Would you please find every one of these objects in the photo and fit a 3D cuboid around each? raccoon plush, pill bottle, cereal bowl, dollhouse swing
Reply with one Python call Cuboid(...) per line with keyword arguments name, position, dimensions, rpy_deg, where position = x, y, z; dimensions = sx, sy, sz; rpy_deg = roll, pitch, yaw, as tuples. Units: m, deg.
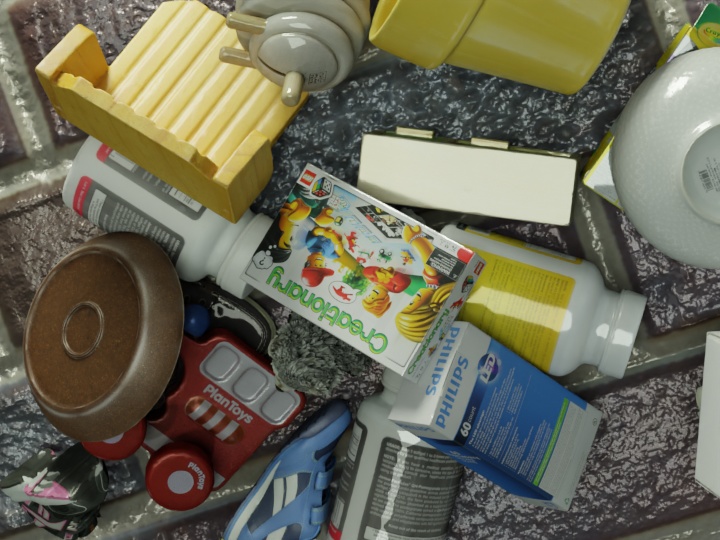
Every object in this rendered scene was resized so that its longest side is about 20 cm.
Cuboid(name="raccoon plush", position=(-0.021, 0.028, 1.589), dimensions=(0.097, 0.134, 0.200), rpy_deg=(24, 101, 7))
Cuboid(name="pill bottle", position=(0.158, 0.033, 1.568), dimensions=(0.200, 0.112, 0.112), rpy_deg=(17, 100, 8))
Cuboid(name="pill bottle", position=(-0.176, -0.059, 1.620), dimensions=(0.200, 0.111, 0.111), rpy_deg=(32, 102, 5))
Cuboid(name="cereal bowl", position=(0.323, -0.093, 1.487), dimensions=(0.200, 0.083, 0.200), rpy_deg=(0, 104, 1))
Cuboid(name="pill bottle", position=(0.042, 0.182, 1.603), dimensions=(0.111, 0.111, 0.200), rpy_deg=(15, 100, 8))
Cuboid(name="dollhouse swing", position=(-0.153, -0.174, 1.537), dimensions=(0.200, 0.182, 0.176), rpy_deg=(32, 79, 6))

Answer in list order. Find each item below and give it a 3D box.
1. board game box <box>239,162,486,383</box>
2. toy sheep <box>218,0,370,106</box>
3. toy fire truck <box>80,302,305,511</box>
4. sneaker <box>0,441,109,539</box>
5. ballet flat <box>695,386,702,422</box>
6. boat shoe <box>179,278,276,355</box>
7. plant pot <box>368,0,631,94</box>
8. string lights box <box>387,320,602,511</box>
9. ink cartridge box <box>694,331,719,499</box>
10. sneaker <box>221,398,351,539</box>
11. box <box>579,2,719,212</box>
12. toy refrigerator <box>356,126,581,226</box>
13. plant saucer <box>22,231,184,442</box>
Cuboid(name="board game box", position=(0.000, 0.000, 1.522), dimensions=(0.200, 0.035, 0.126), rpy_deg=(29, 88, 30))
Cuboid(name="toy sheep", position=(-0.056, -0.230, 1.548), dimensions=(0.138, 0.138, 0.200), rpy_deg=(2, 60, 11))
Cuboid(name="toy fire truck", position=(-0.175, 0.118, 1.625), dimensions=(0.200, 0.112, 0.168), rpy_deg=(40, 100, -15))
Cuboid(name="sneaker", position=(-0.283, 0.224, 1.662), dimensions=(0.080, 0.200, 0.086), rpy_deg=(-41, 104, -21))
Cuboid(name="ballet flat", position=(0.358, 0.107, 1.570), dimensions=(0.071, 0.069, 0.200), rpy_deg=(31, 99, 24))
Cuboid(name="boat shoe", position=(-0.180, 0.034, 1.656), dimensions=(0.200, 0.065, 0.072), rpy_deg=(29, 106, 7))
Cuboid(name="plant pot", position=(0.133, -0.253, 1.502), dimensions=(0.189, 0.201, 0.201), rpy_deg=(26, 102, -8))
Cuboid(name="string lights box", position=(0.127, 0.133, 1.540), dimensions=(0.200, 0.059, 0.103), rpy_deg=(34, 71, -35))
Cuboid(name="ink cartridge box", position=(0.409, 0.128, 1.501), dimensions=(0.200, 0.086, 0.147), rpy_deg=(-1, 103, -15))
Cuboid(name="sneaker", position=(-0.057, 0.213, 1.656), dimensions=(0.082, 0.074, 0.200), rpy_deg=(35, 111, 4))
Cuboid(name="box", position=(0.303, -0.135, 1.544), dimensions=(0.117, 0.048, 0.200), rpy_deg=(34, 104, -5))
Cuboid(name="toy refrigerator", position=(0.103, -0.091, 1.581), dimensions=(0.200, 0.076, 0.070), rpy_deg=(7, 99, 10))
Cuboid(name="plant saucer", position=(-0.247, 0.057, 1.560), dimensions=(0.200, 0.034, 0.200), rpy_deg=(-13, 69, 35))
